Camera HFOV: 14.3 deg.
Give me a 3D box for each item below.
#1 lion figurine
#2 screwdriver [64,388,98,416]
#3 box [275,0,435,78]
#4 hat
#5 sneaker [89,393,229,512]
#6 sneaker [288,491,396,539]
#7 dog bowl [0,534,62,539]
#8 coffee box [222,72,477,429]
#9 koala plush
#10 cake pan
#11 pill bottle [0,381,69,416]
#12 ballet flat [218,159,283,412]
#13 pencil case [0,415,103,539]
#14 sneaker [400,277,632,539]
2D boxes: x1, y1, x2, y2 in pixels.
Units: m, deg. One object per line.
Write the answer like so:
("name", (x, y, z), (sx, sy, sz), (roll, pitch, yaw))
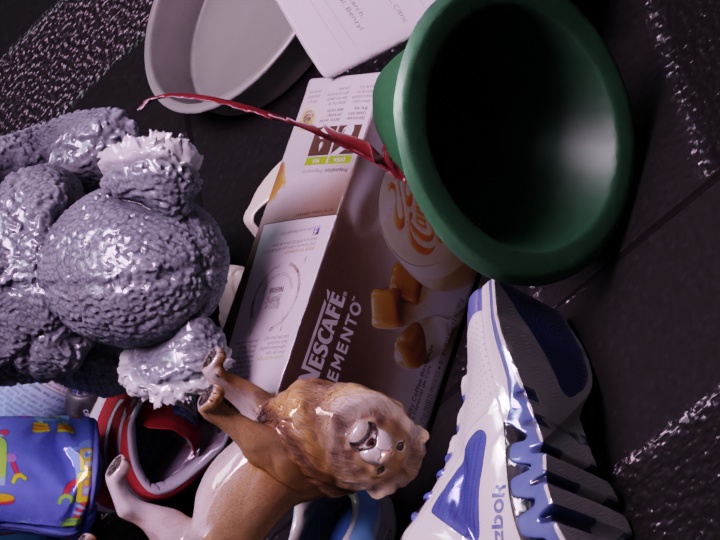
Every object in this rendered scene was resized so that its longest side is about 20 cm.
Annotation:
("lion figurine", (-0.066, 0.125, 1.567), (0.200, 0.122, 0.073), (-45, 21, 18))
("screwdriver", (-0.181, 0.046, 1.829), (0.029, 0.200, 0.028), (16, 43, 22))
("box", (0.022, -0.253, 1.677), (0.131, 0.200, 0.199), (-24, 12, 42))
("hat", (0.029, -0.081, 1.615), (0.176, 0.200, 0.166), (-5, 39, 52))
("sneaker", (-0.120, 0.055, 1.804), (0.112, 0.071, 0.200), (-10, 65, 64))
("sneaker", (-0.023, 0.201, 1.593), (0.072, 0.072, 0.200), (-24, 50, 39))
("dog bowl", (-0.265, 0.177, 1.890), (0.200, 0.111, 0.050), (-41, 26, 27))
("coffee box", (0.000, 0.000, 1.666), (0.080, 0.114, 0.200), (0, 66, 52))
("koala plush", (-0.154, 0.000, 1.642), (0.200, 0.184, 0.178), (4, 100, 43))
("cake pan", (-0.070, -0.191, 1.956), (0.200, 0.037, 0.200), (-31, 45, 37))
("pill bottle", (-0.239, 0.076, 1.921), (0.200, 0.109, 0.109), (-49, 36, 17))
("ballet flat", (-0.052, -0.005, 1.776), (0.068, 0.067, 0.200), (8, 73, 55))
("pencil case", (-0.255, 0.129, 1.741), (0.078, 0.200, 0.087), (109, 157, -55))
("sneaker", (0.068, 0.107, 1.534), (0.115, 0.081, 0.200), (-37, 43, 28))
